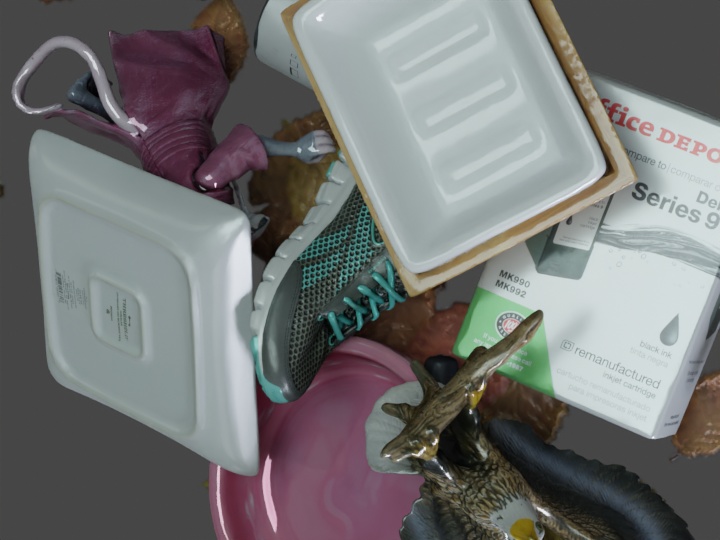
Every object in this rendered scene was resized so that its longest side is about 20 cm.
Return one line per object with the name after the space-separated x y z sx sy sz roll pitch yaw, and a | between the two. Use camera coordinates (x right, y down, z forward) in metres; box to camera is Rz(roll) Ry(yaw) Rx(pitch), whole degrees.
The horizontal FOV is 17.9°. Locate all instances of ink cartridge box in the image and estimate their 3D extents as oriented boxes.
0.164 -0.014 1.451 0.146 0.084 0.201 22 96 17 | ink cartridge box

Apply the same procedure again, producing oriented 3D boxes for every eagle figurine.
0.093 0.150 1.385 0.151 0.151 0.200 -24 117 28 | eagle figurine

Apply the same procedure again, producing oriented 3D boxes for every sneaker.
0.000 0.000 1.468 0.091 0.078 0.200 14 64 29 | sneaker

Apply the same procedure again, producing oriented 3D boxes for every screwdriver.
0.055 0.156 1.521 0.029 0.028 0.201 -4 95 -10 | screwdriver

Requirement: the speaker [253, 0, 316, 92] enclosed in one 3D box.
0.032 -0.127 1.500 0.200 0.081 0.081 30 98 17 | speaker

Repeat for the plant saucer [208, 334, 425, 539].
-0.007 0.142 1.506 0.200 0.051 0.201 -1 88 32 | plant saucer

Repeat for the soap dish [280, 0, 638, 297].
0.062 -0.106 1.403 0.157 0.081 0.201 -28 78 15 | soap dish

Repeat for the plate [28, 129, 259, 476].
-0.150 0.025 1.509 0.200 0.032 0.200 23 128 35 | plate

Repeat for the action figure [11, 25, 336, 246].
-0.118 -0.081 1.510 0.134 0.149 0.200 -49 48 28 | action figure
